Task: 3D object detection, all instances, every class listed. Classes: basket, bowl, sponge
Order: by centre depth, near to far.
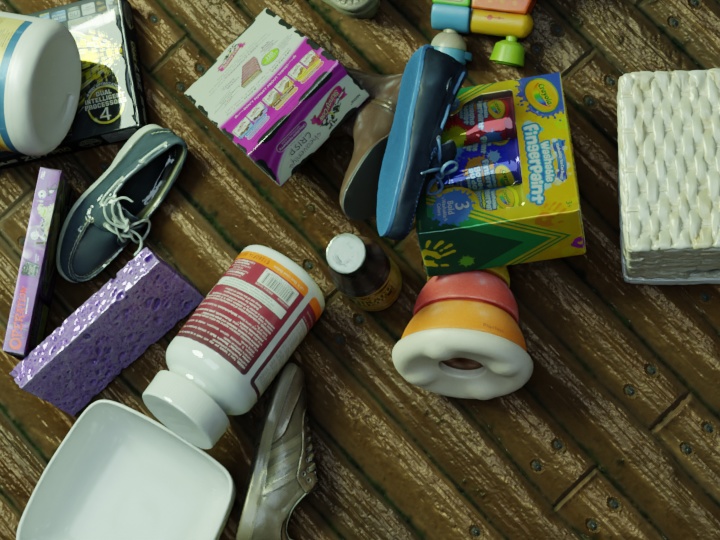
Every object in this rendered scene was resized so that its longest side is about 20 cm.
[{"bbox_3d":[0.359,-0.098,1.671,0.197,0.161,0.201,-2,78,10],"label":"basket"},{"bbox_3d":[-0.242,0.261,1.754,0.199,0.075,0.201,29,85,14],"label":"bowl"},{"bbox_3d":[-0.271,0.069,1.773,0.200,0.112,0.030,-42,59,0],"label":"sponge"}]

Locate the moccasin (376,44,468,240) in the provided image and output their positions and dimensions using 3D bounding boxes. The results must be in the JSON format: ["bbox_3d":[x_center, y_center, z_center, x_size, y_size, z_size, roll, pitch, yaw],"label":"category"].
[{"bbox_3d":[0.067,-0.124,1.626,0.068,0.080,0.201,17,81,-17],"label":"moccasin"}]

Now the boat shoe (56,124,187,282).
[{"bbox_3d":[-0.259,-0.068,1.813,0.200,0.075,0.062,-52,40,-8],"label":"boat shoe"}]

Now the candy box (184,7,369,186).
[{"bbox_3d":[-0.092,-0.187,1.758,0.136,0.061,0.200,-45,36,0],"label":"candy box"}]

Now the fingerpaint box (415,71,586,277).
[{"bbox_3d":[0.140,-0.103,1.709,0.166,0.074,0.201,-8,49,9],"label":"fingerpaint box"}]

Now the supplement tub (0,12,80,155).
[{"bbox_3d":[-0.418,-0.210,1.776,0.199,0.145,0.146,11,82,15],"label":"supplement tub"}]

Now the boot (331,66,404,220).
[{"bbox_3d":[-0.025,-0.140,1.741,0.199,0.064,0.187,12,60,44],"label":"boot"}]

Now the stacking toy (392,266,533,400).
[{"bbox_3d":[0.115,0.022,1.726,0.145,0.146,0.201,3,62,10],"label":"stacking toy"}]

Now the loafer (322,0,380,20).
[{"bbox_3d":[-0.046,-0.341,1.832,0.076,0.068,0.200,-37,60,-2],"label":"loafer"}]

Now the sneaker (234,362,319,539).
[{"bbox_3d":[-0.076,0.201,1.750,0.075,0.070,0.201,15,86,-7],"label":"sneaker"}]

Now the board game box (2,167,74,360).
[{"bbox_3d":[-0.349,-0.003,1.795,0.032,0.120,0.201,11,81,-6],"label":"board game box"}]

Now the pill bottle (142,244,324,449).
[{"bbox_3d":[-0.133,0.080,1.722,0.109,0.110,0.200,31,67,13],"label":"pill bottle"}]

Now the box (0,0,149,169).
[{"bbox_3d":[-0.346,-0.212,1.869,0.199,0.049,0.162,-11,77,10],"label":"box"}]

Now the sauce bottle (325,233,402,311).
[{"bbox_3d":[0.000,0.000,1.694,0.066,0.200,0.066,-2,81,11],"label":"sauce bottle"}]

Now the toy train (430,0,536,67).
[{"bbox_3d":[0.171,-0.271,1.777,0.199,0.085,0.116,9,92,11],"label":"toy train"}]
